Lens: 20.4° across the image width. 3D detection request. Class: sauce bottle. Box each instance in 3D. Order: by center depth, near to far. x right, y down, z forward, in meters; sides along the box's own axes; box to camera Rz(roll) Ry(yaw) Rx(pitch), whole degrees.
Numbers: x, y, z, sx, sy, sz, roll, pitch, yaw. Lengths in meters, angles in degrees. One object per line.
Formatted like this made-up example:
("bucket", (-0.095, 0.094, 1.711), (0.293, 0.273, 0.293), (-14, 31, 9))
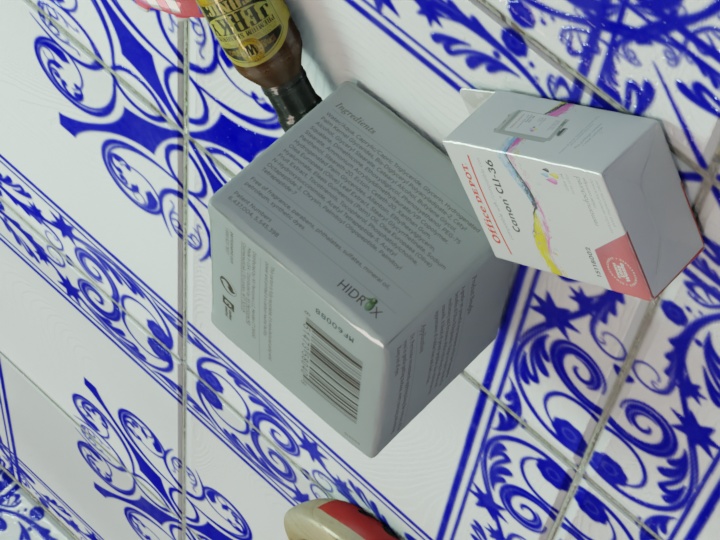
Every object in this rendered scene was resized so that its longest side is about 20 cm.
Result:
("sauce bottle", (-0.087, -0.200, 1.607), (0.065, 0.065, 0.200), (11, 139, 53))

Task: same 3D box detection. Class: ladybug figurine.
("ladybug figurine", (0.001, 0.322, 2.242), (0.200, 0.072, 0.136), (36, 153, 26))

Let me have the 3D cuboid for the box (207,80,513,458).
("box", (0.000, 0.000, 1.631), (0.200, 0.171, 0.199), (40, 155, 19))

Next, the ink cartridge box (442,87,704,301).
("ink cartridge box", (0.138, -0.059, 1.437), (0.200, 0.067, 0.117), (17, 142, 49))

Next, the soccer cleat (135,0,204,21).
("soccer cleat", (-0.189, -0.277, 1.668), (0.200, 0.067, 0.077), (34, 137, 23))
